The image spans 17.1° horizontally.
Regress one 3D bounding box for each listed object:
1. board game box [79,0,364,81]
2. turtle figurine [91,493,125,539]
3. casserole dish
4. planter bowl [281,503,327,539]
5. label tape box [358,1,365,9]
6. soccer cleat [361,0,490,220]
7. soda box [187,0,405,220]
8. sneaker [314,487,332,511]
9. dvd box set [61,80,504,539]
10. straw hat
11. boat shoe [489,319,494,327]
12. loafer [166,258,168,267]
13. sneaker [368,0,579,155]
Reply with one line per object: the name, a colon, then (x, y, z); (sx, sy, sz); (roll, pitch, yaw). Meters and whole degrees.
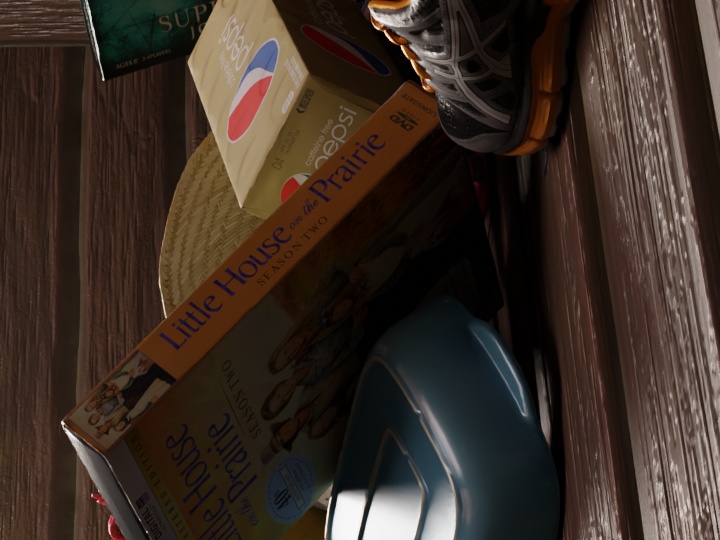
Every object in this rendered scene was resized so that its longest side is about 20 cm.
board game box: (-0.063, -0.194, 1.321); (0.028, 0.199, 0.136); (-123, 18, -49)
turtle figurine: (-0.086, 0.123, 1.443); (0.201, 0.100, 0.150); (-62, 33, 8)
casserole dish: (0.027, 0.101, 0.976); (0.200, 0.039, 0.121); (102, 147, -47)
planter bowl: (-0.012, 0.225, 1.331); (0.083, 0.200, 0.201); (31, 130, 43)
label tape box: (-0.006, -0.173, 1.492); (0.200, 0.066, 0.144); (35, -131, -62)
soccer cleat: (0.023, -0.051, 1.143); (0.086, 0.070, 0.201); (108, 170, -53)
soda box: (-0.027, -0.080, 1.088); (0.068, 0.064, 0.200); (-62, 20, 16)
sneaker: (0.008, 0.100, 1.229); (0.200, 0.093, 0.071); (104, 164, -77)
dvd box set: (-0.025, 0.036, 0.981); (0.029, 0.200, 0.147); (34, 158, 31)
straw hat: (0.000, 0.000, 1.229); (0.085, 0.200, 0.202); (14, 109, 45)
boat shoe: (0.032, 0.070, 1.078); (0.200, 0.062, 0.073); (-97, 10, -49)
loafer: (-0.090, 0.065, 1.337); (0.068, 0.070, 0.201); (101, 175, -50)
sneaker: (0.037, -0.102, 0.858); (0.200, 0.077, 0.079); (92, 173, -65)
